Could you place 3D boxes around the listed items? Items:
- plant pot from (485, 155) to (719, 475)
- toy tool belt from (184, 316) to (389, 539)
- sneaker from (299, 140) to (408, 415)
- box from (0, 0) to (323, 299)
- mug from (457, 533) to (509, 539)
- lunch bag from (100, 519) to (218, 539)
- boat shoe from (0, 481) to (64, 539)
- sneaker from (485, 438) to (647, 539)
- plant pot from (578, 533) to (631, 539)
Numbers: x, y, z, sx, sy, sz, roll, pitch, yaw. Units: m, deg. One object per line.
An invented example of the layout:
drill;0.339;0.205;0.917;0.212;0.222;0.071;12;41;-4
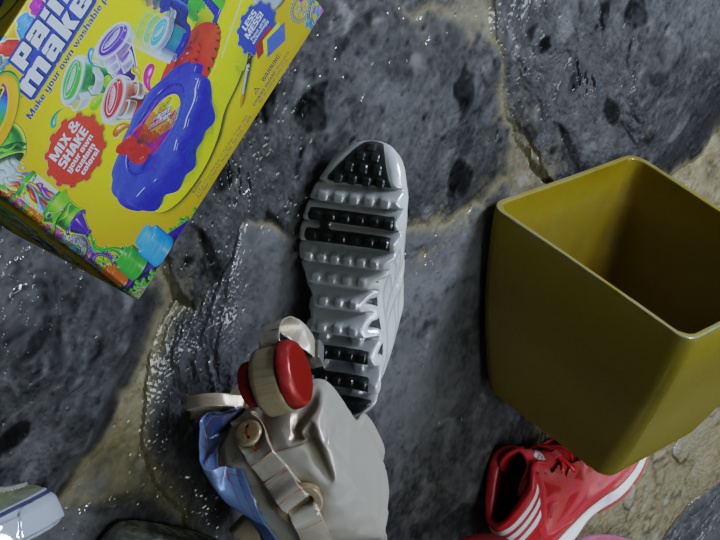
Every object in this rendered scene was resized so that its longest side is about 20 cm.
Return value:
plant pot;0.216;0.047;1.592;0.200;0.200;0.177;-19;136;-45
toy tool belt;-0.066;0.128;1.332;0.200;0.123;0.125;58;24;-45
sneaker;0.000;0.000;1.391;0.081;0.075;0.200;-37;138;-63
box;-0.156;-0.125;1.057;0.200;0.122;0.193;-59;143;-8
mug;0.063;0.303;1.625;0.200;0.133;0.178;44;38;-49
lunch bag;-0.115;0.286;1.324;0.139;0.168;0.200;26;90;-55
boat shoe;-0.252;0.154;1.156;0.072;0.062;0.200;-29;175;29
sneaker;0.184;0.167;1.713;0.200;0.078;0.116;-54;145;-16
plant pot;0.239;0.379;1.834;0.200;0.200;0.179;1;126;-52
